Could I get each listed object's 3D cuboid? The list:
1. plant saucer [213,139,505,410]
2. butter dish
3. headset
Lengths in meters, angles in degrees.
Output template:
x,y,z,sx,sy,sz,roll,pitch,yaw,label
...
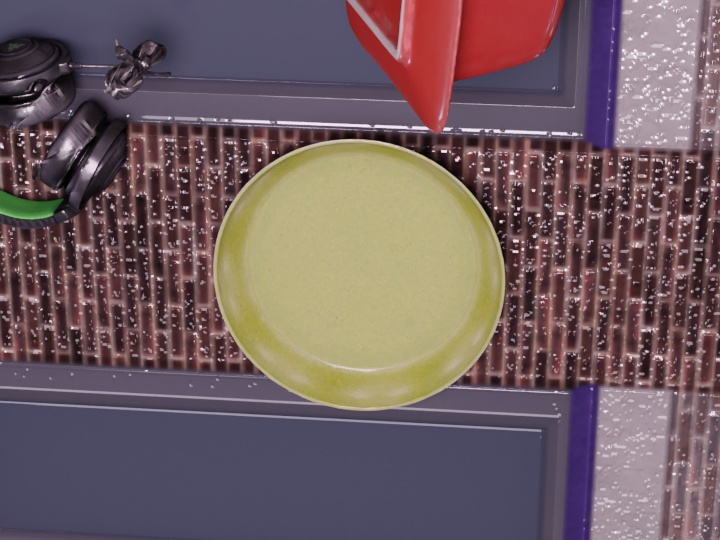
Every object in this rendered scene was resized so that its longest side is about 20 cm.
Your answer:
x,y,z,sx,sy,sz,roll,pitch,yaw,label
0.000,0.000,1.345,0.198,0.031,0.202,3,114,6,plant saucer
0.077,-0.207,1.175,0.146,0.200,0.202,-5,118,-17,butter dish
-0.204,-0.095,1.289,0.199,0.094,0.124,-28,110,30,headset
